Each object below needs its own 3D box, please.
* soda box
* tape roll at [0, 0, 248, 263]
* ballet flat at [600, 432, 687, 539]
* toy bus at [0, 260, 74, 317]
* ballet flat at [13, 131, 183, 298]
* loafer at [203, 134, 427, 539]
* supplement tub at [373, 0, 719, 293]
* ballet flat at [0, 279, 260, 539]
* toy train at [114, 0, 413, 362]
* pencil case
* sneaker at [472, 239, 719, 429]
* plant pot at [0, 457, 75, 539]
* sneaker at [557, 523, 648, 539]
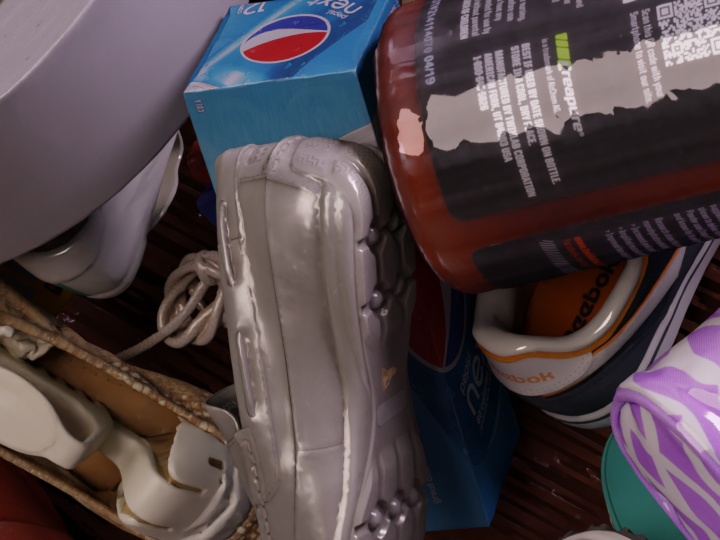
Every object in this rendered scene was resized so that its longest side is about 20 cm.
[{"bbox_3d":[0.000,0.000,1.095,0.067,0.064,0.201,-6,122,19],"label":"soda box"},{"bbox_3d":[-0.139,-0.098,1.132,0.199,0.066,0.201,-23,43,23],"label":"tape roll"},{"bbox_3d":[0.151,0.110,1.058,0.071,0.065,0.200,-55,30,9],"label":"ballet flat"},{"bbox_3d":[-0.172,-0.043,1.256,0.065,0.078,0.200,-51,26,15],"label":"toy bus"},{"bbox_3d":[-0.087,-0.078,1.181,0.069,0.069,0.201,3,62,32],"label":"ballet flat"},{"bbox_3d":[-0.018,0.052,1.038,0.069,0.070,0.201,5,102,26],"label":"loafer"},{"bbox_3d":[0.112,-0.062,1.005,0.199,0.107,0.108,-13,75,18],"label":"supplement tub"},{"bbox_3d":[-0.100,0.068,1.155,0.071,0.199,0.065,-57,17,17],"label":"ballet flat"},{"bbox_3d":[-0.022,-0.046,1.182,0.200,0.116,0.085,-35,108,32],"label":"toy train"},{"bbox_3d":[0.180,0.020,1.013,0.200,0.084,0.086,-36,95,-11],"label":"pencil case"},{"bbox_3d":[0.102,-0.043,1.106,0.078,0.079,0.201,17,83,34],"label":"sneaker"},{"bbox_3d":[-0.206,0.122,1.225,0.201,0.200,0.196,-43,55,19],"label":"plant pot"},{"bbox_3d":[0.097,0.150,1.011,0.079,0.074,0.200,-34,28,-11],"label":"sneaker"}]
